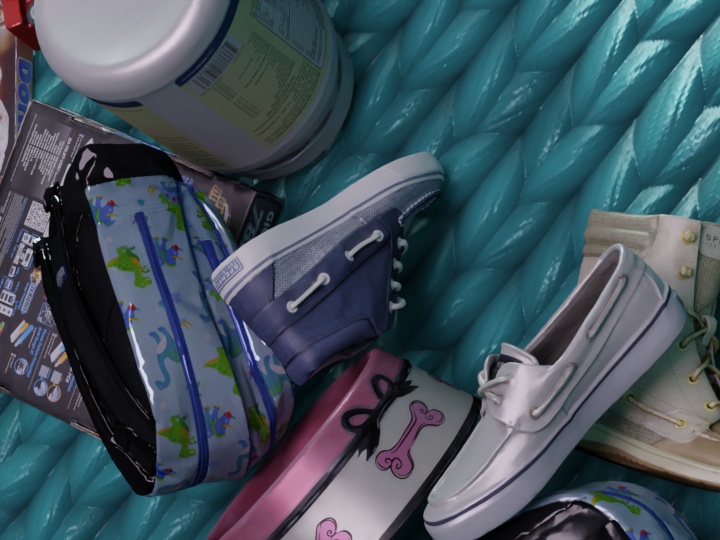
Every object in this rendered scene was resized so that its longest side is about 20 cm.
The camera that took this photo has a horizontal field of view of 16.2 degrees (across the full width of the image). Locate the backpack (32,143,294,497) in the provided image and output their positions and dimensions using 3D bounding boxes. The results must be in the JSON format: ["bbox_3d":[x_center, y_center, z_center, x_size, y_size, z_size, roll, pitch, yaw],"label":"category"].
[{"bbox_3d":[-0.125,0.044,1.603,0.163,0.153,0.201,113,154,-50],"label":"backpack"}]

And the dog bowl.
[{"bbox_3d":[-0.018,0.132,1.536,0.074,0.200,0.200,41,104,-3],"label":"dog bowl"}]

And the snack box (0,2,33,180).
[{"bbox_3d":[-0.275,-0.103,1.857,0.072,0.024,0.201,-8,75,29],"label":"snack box"}]

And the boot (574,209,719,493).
[{"bbox_3d":[0.201,0.049,1.500,0.199,0.072,0.155,15,85,34],"label":"boot"}]

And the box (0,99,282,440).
[{"bbox_3d":[-0.176,0.007,1.746,0.198,0.050,0.201,22,93,25],"label":"box"}]

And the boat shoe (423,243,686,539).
[{"bbox_3d":[0.100,0.069,1.441,0.200,0.066,0.072,-44,17,-4],"label":"boat shoe"}]

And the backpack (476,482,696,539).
[{"bbox_3d":[0.109,0.206,1.477,0.200,0.153,0.164,-47,68,36],"label":"backpack"}]

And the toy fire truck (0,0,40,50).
[{"bbox_3d":[-0.213,-0.237,1.818,0.199,0.049,0.142,-18,68,17],"label":"toy fire truck"}]

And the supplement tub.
[{"bbox_3d":[-0.103,-0.149,1.647,0.144,0.200,0.146,-10,68,26],"label":"supplement tub"}]

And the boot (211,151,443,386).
[{"bbox_3d":[0.000,0.000,1.587,0.091,0.200,0.073,53,140,8],"label":"boot"}]
